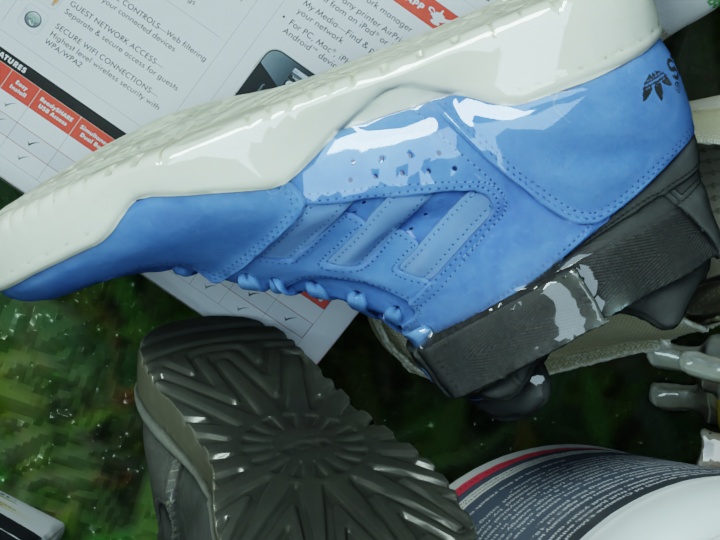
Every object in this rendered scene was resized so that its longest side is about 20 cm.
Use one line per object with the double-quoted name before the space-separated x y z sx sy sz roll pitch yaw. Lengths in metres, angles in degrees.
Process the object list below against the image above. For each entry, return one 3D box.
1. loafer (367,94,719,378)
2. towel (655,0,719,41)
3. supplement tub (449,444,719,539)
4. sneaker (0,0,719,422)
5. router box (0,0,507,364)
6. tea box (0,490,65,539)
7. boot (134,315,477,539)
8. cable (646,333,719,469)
"loafer" 0.081 -0.013 0.855 0.200 0.068 0.076 -20 96 27
"towel" 0.079 -0.147 0.854 0.200 0.031 0.149 -29 84 27
"supplement tub" 0.088 0.125 0.807 0.140 0.200 0.141 0 90 -17
"sneaker" 0.000 0.000 0.775 0.200 0.077 0.111 -20 101 7
"router box" -0.044 -0.094 0.809 0.200 0.049 0.180 35 112 -9
"tea box" -0.214 0.099 0.834 0.200 0.197 0.134 27 92 2
"boot" -0.021 0.134 0.808 0.072 0.182 0.200 -4 117 -17
"cable" 0.188 0.047 0.867 0.200 0.097 0.050 4 82 -1
